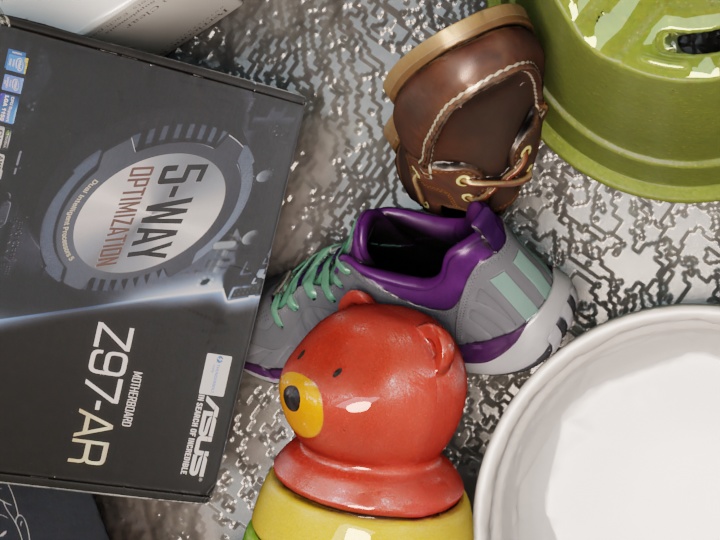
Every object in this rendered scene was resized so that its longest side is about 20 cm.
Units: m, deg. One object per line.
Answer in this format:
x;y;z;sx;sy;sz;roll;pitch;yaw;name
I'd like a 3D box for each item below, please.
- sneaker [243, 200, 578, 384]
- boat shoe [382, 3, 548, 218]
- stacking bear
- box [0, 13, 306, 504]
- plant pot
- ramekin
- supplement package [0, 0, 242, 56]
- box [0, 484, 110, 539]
0.000;0.000;0.853;0.200;0.088;0.075;-6;47;37;sneaker
0.052;-0.060;0.821;0.070;0.200;0.071;-23;82;-2;boat shoe
-0.002;0.112;0.799;0.113;0.121;0.201;0;106;-31;stacking bear
-0.122;-0.001;0.840;0.160;0.043;0.201;13;92;-35;box
0.145;-0.132;0.808;0.199;0.190;0.201;0;91;9;plant pot
0.155;0.115;0.849;0.199;0.105;0.201;0;90;10;ramekin
-0.188;-0.149;0.905;0.200;0.111;0.156;-32;84;8;supplement package
-0.193;0.162;0.840;0.107;0.148;0.200;-48;54;35;box
